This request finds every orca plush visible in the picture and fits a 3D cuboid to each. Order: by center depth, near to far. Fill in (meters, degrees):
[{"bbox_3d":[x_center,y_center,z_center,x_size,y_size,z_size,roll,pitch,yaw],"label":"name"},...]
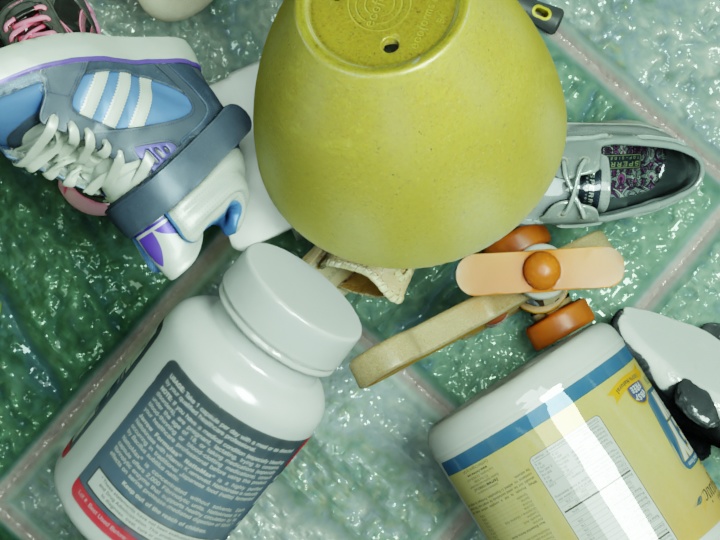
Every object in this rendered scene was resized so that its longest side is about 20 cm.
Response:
[{"bbox_3d":[0.250,0.097,1.180,0.199,0.071,0.105,18,40,-9],"label":"orca plush"}]

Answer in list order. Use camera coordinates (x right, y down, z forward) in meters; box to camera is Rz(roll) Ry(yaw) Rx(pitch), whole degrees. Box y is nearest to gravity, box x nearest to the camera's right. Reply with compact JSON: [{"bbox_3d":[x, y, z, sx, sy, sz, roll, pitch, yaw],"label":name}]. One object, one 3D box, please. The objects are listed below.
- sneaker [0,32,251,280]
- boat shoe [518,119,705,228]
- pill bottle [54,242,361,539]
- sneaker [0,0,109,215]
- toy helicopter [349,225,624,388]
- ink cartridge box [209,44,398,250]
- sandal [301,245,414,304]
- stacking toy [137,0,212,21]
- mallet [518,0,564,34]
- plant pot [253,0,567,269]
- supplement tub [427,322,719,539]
[{"bbox_3d":[-0.151,-0.062,1.057,0.200,0.080,0.147,-12,76,-46],"label":"sneaker"},{"bbox_3d":[0.139,-0.063,1.133,0.200,0.071,0.070,-10,108,-31],"label":"boat shoe"},{"bbox_3d":[-0.093,0.087,1.100,0.119,0.120,0.200,40,108,3],"label":"pill bottle"},{"bbox_3d":[-0.204,-0.135,1.164,0.079,0.095,0.201,-29,84,-2],"label":"sneaker"},{"bbox_3d":[0.082,0.024,1.111,0.199,0.132,0.079,-26,85,-26],"label":"toy helicopter"},{"bbox_3d":[-0.013,-0.097,1.176,0.199,0.068,0.116,-23,85,-4],"label":"ink cartridge box"},{"bbox_3d":[0.003,0.002,1.139,0.211,0.078,0.070,-37,53,14],"label":"sandal"},{"bbox_3d":[-0.182,-0.262,1.177,0.199,0.146,0.147,21,84,19],"label":"stacking toy"},{"bbox_3d":[0.042,-0.204,1.206,0.199,0.041,0.066,31,83,-2],"label":"mallet"},{"bbox_3d":[0.022,-0.122,1.045,0.199,0.142,0.201,-3,63,7],"label":"plant pot"},{"bbox_3d":[0.151,0.151,1.118,0.144,0.145,0.200,-32,86,-4],"label":"supplement tub"}]
